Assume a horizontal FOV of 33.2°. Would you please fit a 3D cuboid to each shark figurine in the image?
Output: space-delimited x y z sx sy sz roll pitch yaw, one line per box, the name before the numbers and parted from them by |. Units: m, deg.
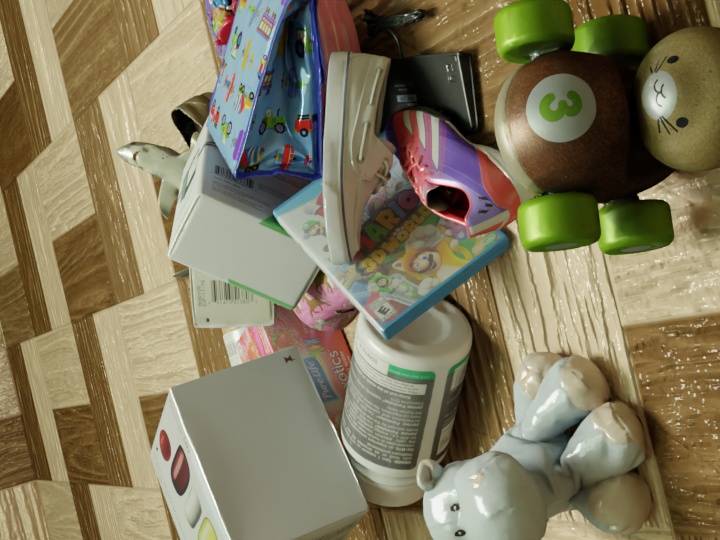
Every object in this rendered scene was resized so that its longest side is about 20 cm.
shark figurine | -0.231 -0.098 1.659 0.090 0.127 0.216 -111 -2 -72

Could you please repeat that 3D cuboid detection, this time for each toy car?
toy car | 0.201 -0.110 0.785 0.199 0.157 0.166 -16 77 50

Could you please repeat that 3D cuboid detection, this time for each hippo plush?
hippo plush | 0.123 0.160 1.005 0.200 0.159 0.161 -18 86 61

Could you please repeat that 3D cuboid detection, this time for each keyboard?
keyboard | 0.046 -0.191 1.150 0.199 0.020 0.128 11 116 59

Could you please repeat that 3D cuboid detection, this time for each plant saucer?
plant saucer | -0.044 -0.212 1.243 0.200 0.050 0.203 169 90 -72

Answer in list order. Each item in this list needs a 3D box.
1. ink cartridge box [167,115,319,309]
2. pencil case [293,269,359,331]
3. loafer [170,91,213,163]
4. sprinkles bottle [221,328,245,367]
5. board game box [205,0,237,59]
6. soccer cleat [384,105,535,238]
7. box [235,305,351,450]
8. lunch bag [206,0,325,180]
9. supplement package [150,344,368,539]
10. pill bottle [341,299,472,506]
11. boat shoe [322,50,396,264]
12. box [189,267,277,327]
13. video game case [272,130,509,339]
ink cartridge box | -0.115 -0.066 1.272 0.084 0.145 0.201 -59 17 25
pencil case | 0.000 0.000 1.236 0.083 0.087 0.200 42 149 -6
loafer | -0.186 -0.141 1.539 0.201 0.067 0.076 59 147 30
sprinkles bottle | -0.132 0.124 1.550 0.068 0.068 0.202 -32 73 60
board game box | -0.163 -0.323 1.450 0.200 0.039 0.160 29 126 54
soccer cleat | 0.069 -0.090 1.076 0.200 0.073 0.069 38 152 47
box | -0.059 0.144 1.398 0.202 0.094 0.103 67 150 17
lunch bag | -0.089 -0.209 1.182 0.151 0.093 0.202 -125 38 -59
supplement package | -0.114 0.221 1.265 0.193 0.146 0.200 64 154 20
pill bottle | 0.040 0.130 1.195 0.113 0.112 0.202 48 140 42
boat shoe | 0.000 -0.105 1.099 0.074 0.065 0.202 69 -158 -80
box | -0.139 -0.006 1.395 0.200 0.094 0.079 -94 2 -71
video game case | 0.024 -0.039 1.124 0.200 0.143 0.018 46 168 40
